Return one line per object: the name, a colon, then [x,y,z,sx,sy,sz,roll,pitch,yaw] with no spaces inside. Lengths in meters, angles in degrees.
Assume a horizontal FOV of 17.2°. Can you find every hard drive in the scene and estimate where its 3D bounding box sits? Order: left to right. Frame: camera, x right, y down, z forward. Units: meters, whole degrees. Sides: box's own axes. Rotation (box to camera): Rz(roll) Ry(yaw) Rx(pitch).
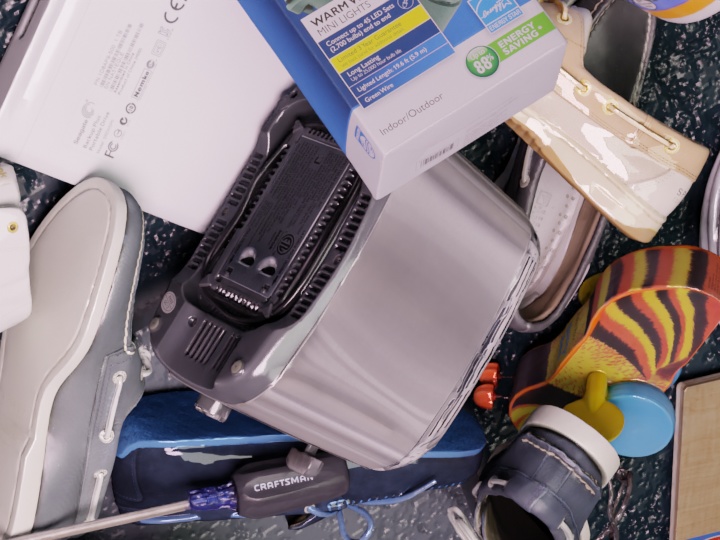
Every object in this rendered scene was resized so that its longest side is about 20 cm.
hard drive: [-0.077,-0.089,1.168,0.199,0.027,0.133,21,100,-33]

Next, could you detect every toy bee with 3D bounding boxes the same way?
toy bee: [0.120,0.064,1.288,0.108,0.131,0.201,17,110,-2]

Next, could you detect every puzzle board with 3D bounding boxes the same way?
puzzle board: [0.272,0.116,1.447,0.199,0.017,0.152,-11,116,-23]

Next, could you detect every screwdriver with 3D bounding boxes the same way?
screwdriver: [-0.101,0.115,1.172,0.199,0.028,0.029,-6,109,-17]

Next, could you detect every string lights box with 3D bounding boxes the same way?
string lights box: [-0.005,-0.145,1.090,0.102,0.200,0.059,-32,166,-13]

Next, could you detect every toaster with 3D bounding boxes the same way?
toaster: [0.000,0.000,1.162,0.129,0.113,0.201,35,81,-38]

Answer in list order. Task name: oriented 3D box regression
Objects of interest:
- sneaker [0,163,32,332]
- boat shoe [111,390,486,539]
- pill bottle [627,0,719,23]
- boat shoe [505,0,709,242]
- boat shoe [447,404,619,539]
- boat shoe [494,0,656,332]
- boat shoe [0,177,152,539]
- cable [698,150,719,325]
sneaker: [-0.219,-0.037,1.091,0.115,0.074,0.201,-31,131,-16]
boat shoe: [-0.035,0.100,1.250,0.198,0.084,0.069,3,117,-12]
pill bottle: [0.106,-0.209,1.162,0.199,0.112,0.113,24,98,-29]
boat shoe: [0.092,-0.104,1.194,0.200,0.074,0.069,43,96,-9]
boat shoe: [0.089,0.133,1.266,0.075,0.200,0.062,38,70,4]
boat shoe: [0.113,-0.063,1.259,0.074,0.060,0.201,21,99,-32]
boat shoe: [-0.138,0.048,1.170,0.061,0.073,0.201,5,112,-38]
cable: [0.289,-0.028,1.357,0.199,0.069,0.201,-11,112,-24]
